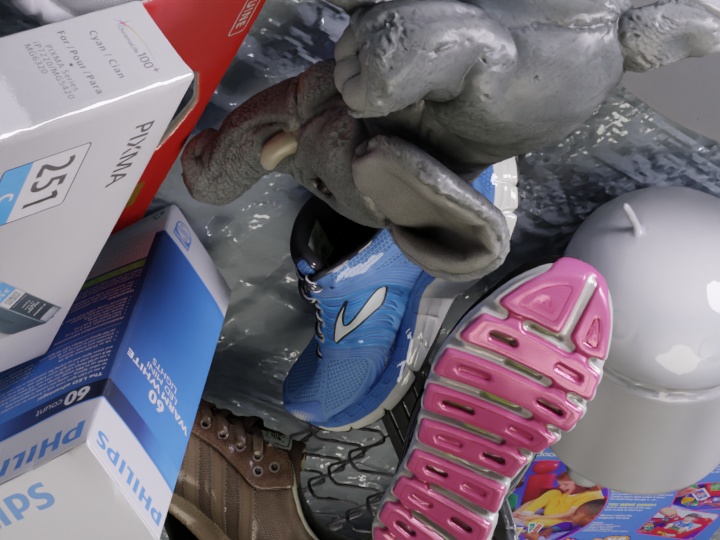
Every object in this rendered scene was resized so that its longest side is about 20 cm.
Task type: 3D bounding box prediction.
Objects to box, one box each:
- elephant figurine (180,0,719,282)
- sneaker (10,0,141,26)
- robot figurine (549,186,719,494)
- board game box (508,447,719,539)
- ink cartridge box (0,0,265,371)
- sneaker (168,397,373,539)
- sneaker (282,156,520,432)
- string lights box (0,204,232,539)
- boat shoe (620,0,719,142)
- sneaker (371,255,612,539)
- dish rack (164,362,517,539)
[{"bbox_3d":[0.026,-0.067,0.842,0.141,0.156,0.201,-22,152,-27],"label":"elephant figurine"},{"bbox_3d":[-0.116,-0.155,0.730,0.082,0.075,0.200,-28,144,14],"label":"sneaker"},{"bbox_3d":[0.149,0.036,1.023,0.168,0.114,0.201,3,143,-4],"label":"robot figurine"},{"bbox_3d":[0.130,0.121,1.193,0.198,0.045,0.135,4,142,-19],"label":"board game box"},{"bbox_3d":[-0.114,-0.033,0.819,0.175,0.045,0.200,-25,161,-39],"label":"ink cartridge box"},{"bbox_3d":[-0.069,0.099,1.052,0.075,0.070,0.200,-42,100,9],"label":"sneaker"},{"bbox_3d":[0.000,0.000,0.984,0.088,0.079,0.201,16,131,-16],"label":"sneaker"},{"bbox_3d":[-0.128,0.058,0.908,0.102,0.201,0.059,-24,115,19],"label":"string lights box"},{"bbox_3d":[0.192,-0.096,0.896,0.198,0.066,0.072,22,142,-6],"label":"boat shoe"},{"bbox_3d":[0.065,0.059,0.975,0.073,0.088,0.201,24,126,-1],"label":"sneaker"},{"bbox_3d":[-0.009,0.147,1.108,0.199,0.154,0.054,-36,158,31],"label":"dish rack"}]
